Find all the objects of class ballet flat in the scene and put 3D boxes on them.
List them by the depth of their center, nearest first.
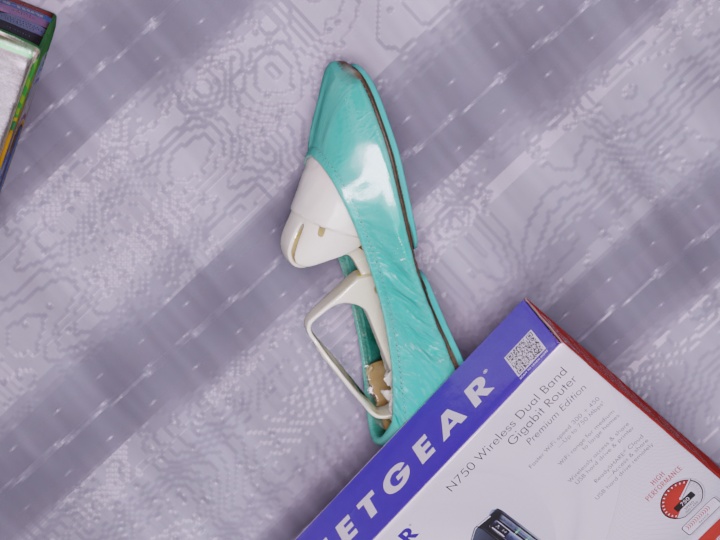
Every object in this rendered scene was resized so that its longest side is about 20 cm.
[{"bbox_3d":[0.000,0.000,1.066,0.070,0.067,0.202,-23,106,-15],"label":"ballet flat"}]

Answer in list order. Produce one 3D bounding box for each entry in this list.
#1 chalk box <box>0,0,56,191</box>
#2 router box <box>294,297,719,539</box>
[{"bbox_3d":[-0.217,-0.081,1.003,0.124,0.124,0.201,20,100,-8],"label":"chalk box"},{"bbox_3d":[0.078,0.142,1.092,0.200,0.049,0.179,-47,123,7],"label":"router box"}]
